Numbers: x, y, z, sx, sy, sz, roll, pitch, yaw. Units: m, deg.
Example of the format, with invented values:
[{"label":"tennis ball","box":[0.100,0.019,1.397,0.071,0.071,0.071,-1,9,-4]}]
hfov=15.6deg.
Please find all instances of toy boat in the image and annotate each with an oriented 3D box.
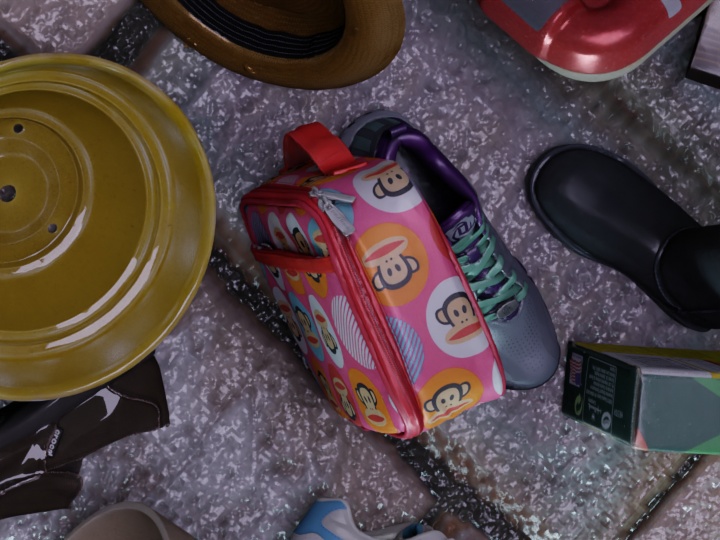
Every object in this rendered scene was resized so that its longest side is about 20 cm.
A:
[{"label":"toy boat","box":[0.155,-0.213,1.497,0.200,0.131,0.130,-42,70,-17]}]

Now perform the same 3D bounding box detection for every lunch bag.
[{"label":"lunch bag","box":[0.000,0.000,1.491,0.082,0.200,0.177,-25,98,-13]}]

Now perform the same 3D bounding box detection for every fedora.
[{"label":"fedora","box":[-0.053,-0.193,1.492,0.200,0.200,0.082,38,54,-15]}]

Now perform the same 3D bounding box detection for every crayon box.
[{"label":"crayon box","box":[0.237,0.080,1.600,0.199,0.127,0.051,4,95,-15]}]

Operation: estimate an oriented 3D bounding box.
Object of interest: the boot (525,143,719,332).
[{"label":"boot","box":[0.197,-0.015,1.541,0.165,0.200,0.066,34,86,-15]}]

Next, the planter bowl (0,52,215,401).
[{"label":"planter bowl","box":[-0.189,-0.034,1.481,0.200,0.083,0.201,-8,110,-23]}]

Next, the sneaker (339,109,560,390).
[{"label":"sneaker","box":[0.057,-0.005,1.563,0.074,0.088,0.200,-40,103,-8]}]

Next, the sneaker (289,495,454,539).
[{"label":"sneaker","box":[0.047,0.200,1.588,0.199,0.076,0.081,22,85,-18]}]

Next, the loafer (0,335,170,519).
[{"label":"loafer","box":[-0.192,0.113,1.514,0.200,0.073,0.071,-33,101,-10]}]

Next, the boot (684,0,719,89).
[{"label":"boot","box":[0.186,-0.201,1.597,0.199,0.070,0.147,21,80,-9]}]

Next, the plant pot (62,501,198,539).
[{"label":"plant pot","box":[-0.087,0.258,1.518,0.200,0.187,0.188,29,87,-30]}]
